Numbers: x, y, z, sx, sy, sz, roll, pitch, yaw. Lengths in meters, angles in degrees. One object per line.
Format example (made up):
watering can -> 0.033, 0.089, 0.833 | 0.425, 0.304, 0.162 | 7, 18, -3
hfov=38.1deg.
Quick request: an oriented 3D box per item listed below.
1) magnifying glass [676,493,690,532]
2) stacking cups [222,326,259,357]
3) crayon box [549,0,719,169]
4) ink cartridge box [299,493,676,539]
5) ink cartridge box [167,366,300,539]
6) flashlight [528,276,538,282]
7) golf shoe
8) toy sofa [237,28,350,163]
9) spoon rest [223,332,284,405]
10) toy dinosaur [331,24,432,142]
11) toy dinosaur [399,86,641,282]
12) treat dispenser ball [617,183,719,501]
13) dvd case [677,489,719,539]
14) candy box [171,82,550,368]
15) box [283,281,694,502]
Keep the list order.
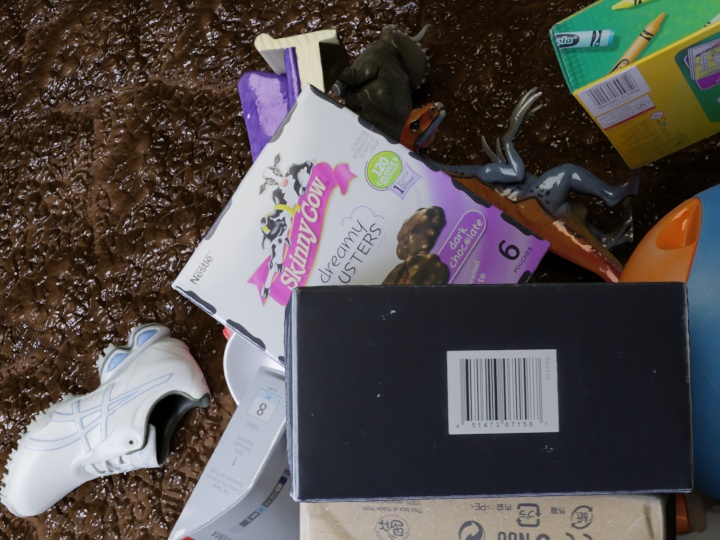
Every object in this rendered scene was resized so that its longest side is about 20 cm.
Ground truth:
magnifying glass -> 0.120, 0.176, 0.706 | 0.198, 0.022, 0.080 | -13, 61, 19
stacking cups -> -0.035, -0.010, 0.869 | 0.200, 0.061, 0.061 | -41, 55, 0
crayon box -> 0.235, -0.149, 0.656 | 0.199, 0.119, 0.059 | -25, 59, 23
ink cartridge box -> 0.083, 0.157, 0.617 | 0.198, 0.165, 0.076 | -3, 82, 19
ink cartridge box -> -0.063, 0.187, 0.719 | 0.047, 0.160, 0.202 | 17, 73, 31
flashlight -> 0.115, 0.028, 0.777 | 0.068, 0.068, 0.200 | -38, 57, -4
golf shoe -> -0.210, 0.140, 0.864 | 0.200, 0.078, 0.097 | -47, 62, -3
toy sofa -> -0.046, -0.076, 0.807 | 0.096, 0.083, 0.203 | -8, 85, 6
spoon rest -> -0.019, 0.064, 0.807 | 0.198, 0.061, 0.100 | -21, 96, 19
toy dinosaur -> 0.009, -0.134, 0.901 | 0.101, 0.077, 0.203 | 8, 79, -8
toy dinosaur -> 0.115, -0.063, 0.779 | 0.179, 0.106, 0.202 | 2, 50, 9
treat dispenser ball -> 0.251, 0.043, 0.627 | 0.199, 0.201, 0.203 | -10, 61, 19
dvd case -> 0.167, 0.194, 0.697 | 0.198, 0.018, 0.144 | 2, 66, 25
candy box -> 0.000, 0.000, 0.719 | 0.199, 0.072, 0.169 | 33, 86, 3
box -> 0.056, 0.064, 0.584 | 0.197, 0.182, 0.106 | 0, 85, -6
